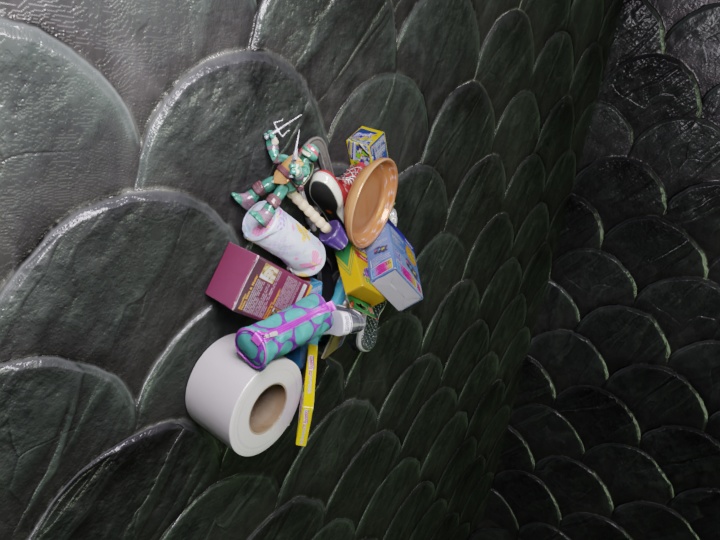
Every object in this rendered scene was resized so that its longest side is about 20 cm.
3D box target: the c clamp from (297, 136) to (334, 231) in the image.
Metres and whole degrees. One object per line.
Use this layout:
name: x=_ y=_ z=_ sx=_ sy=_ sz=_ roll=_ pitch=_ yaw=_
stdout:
c clamp: x=-0.106 y=-0.169 z=1.221 sx=0.171 sy=0.027 sz=0.203 roll=-46 pitch=142 yaw=-33

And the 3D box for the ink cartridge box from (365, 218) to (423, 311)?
ink cartridge box: x=0.075 y=-0.029 z=1.379 sx=0.136 sy=0.075 sz=0.203 roll=45 pitch=26 yaw=-41

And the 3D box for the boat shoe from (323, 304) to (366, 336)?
boat shoe: x=-0.052 y=0.110 z=1.312 sx=0.066 sy=0.199 sz=0.074 roll=1 pitch=88 yaw=-28

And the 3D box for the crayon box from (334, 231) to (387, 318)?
crayon box: x=0.000 y=0.000 z=1.339 sx=0.126 sy=0.050 sz=0.204 roll=28 pitch=41 yaw=-57

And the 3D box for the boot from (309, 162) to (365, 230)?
boot: x=-0.039 y=-0.193 z=1.240 sx=0.147 sy=0.071 sz=0.200 roll=-64 pitch=160 yaw=-14

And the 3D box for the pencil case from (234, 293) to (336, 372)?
pencil case: x=-0.141 y=0.114 z=1.117 sx=0.198 sy=0.086 sz=0.092 roll=-27 pitch=174 yaw=-45

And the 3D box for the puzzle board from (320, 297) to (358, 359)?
puzzle board: x=-0.036 y=0.114 z=1.450 sx=0.203 sy=0.017 sz=0.150 roll=-66 pitch=169 yaw=13

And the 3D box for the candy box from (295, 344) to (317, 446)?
candy box: x=-0.112 y=0.258 z=1.225 sx=0.201 sy=0.026 sz=0.104 roll=-92 pitch=-169 yaw=-61

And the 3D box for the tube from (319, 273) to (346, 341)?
tube: x=-0.056 y=0.080 z=1.432 sx=0.204 sy=0.050 sz=0.077 roll=-67 pitch=156 yaw=3

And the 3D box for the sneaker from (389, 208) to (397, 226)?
sneaker: x=0.040 y=-0.064 z=1.482 sx=0.079 sy=0.073 sz=0.205 roll=-14 pitch=116 yaw=-38

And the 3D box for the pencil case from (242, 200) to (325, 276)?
pencil case: x=-0.149 y=-0.059 z=1.160 sx=0.200 sy=0.089 sz=0.085 roll=42 pitch=28 yaw=-54

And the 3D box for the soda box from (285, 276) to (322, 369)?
soda box: x=-0.135 y=0.115 z=1.306 sx=0.064 sy=0.067 sz=0.204 roll=-23 pitch=127 yaw=-49

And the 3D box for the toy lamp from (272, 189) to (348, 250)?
toy lamp: x=-0.095 y=-0.113 z=1.180 sx=0.200 sy=0.058 sz=0.059 roll=45 pitch=70 yaw=-37

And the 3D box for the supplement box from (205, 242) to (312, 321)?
supplement box: x=-0.196 y=0.037 z=1.150 sx=0.112 sy=0.085 sz=0.199 roll=-64 pitch=148 yaw=-5

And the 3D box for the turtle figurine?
turtle figurine: x=-0.137 y=-0.180 z=1.053 sx=0.201 sy=0.149 sz=0.101 roll=-50 pitch=130 yaw=-3

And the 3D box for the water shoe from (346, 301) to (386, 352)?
water shoe: x=0.010 y=0.103 z=1.459 sx=0.071 sy=0.078 sz=0.204 roll=30 pitch=65 yaw=-34

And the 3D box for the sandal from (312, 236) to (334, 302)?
sandal: x=-0.088 y=-0.001 z=1.333 sx=0.076 sy=0.042 sz=0.202 roll=-50 pitch=144 yaw=-27

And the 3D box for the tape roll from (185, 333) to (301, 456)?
tape roll: x=-0.232 y=0.247 z=1.172 sx=0.201 sy=0.137 sz=0.207 roll=-33 pitch=133 yaw=-43

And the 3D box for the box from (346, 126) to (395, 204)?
box: x=0.027 y=-0.225 z=1.350 sx=0.064 sy=0.069 sz=0.203 roll=-45 pitch=141 yaw=-31

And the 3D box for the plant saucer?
plant saucer: x=0.019 y=-0.150 z=1.266 sx=0.201 sy=0.037 sz=0.203 roll=-49 pitch=152 yaw=-37
